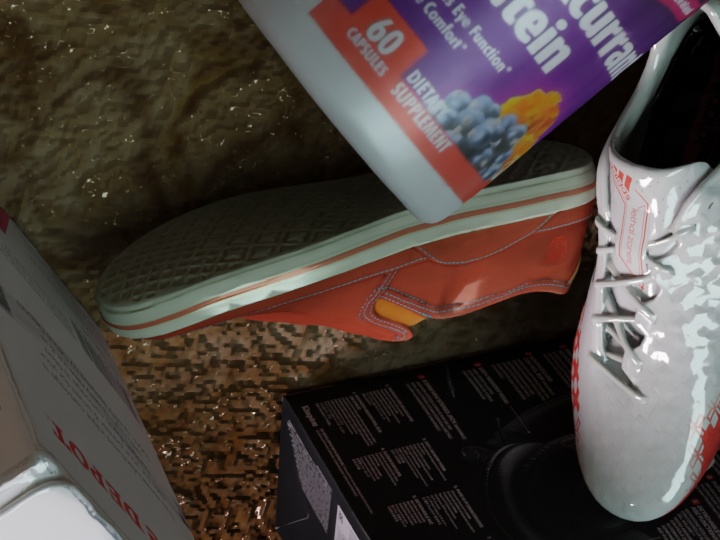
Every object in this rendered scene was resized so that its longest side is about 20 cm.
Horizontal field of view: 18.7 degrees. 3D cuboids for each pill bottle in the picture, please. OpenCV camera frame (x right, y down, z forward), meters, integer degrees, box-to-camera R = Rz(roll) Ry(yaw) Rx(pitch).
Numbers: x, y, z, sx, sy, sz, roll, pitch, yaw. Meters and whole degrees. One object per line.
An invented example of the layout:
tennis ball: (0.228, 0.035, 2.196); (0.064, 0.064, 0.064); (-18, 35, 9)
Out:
pill bottle: (0.064, -0.119, 0.721); (0.200, 0.112, 0.111); (-40, 133, 4)

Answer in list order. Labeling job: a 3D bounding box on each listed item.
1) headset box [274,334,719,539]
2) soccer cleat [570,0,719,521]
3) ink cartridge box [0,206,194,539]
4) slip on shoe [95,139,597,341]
headset box: (0.084, 0.101, 0.873); (0.199, 0.149, 0.078); (-10, 128, -22)
soccer cleat: (0.112, -0.008, 0.810); (0.085, 0.068, 0.201); (20, 84, -62)
ink cartridge box: (-0.121, 0.059, 0.697); (0.085, 0.200, 0.146); (-34, 133, 0)
slip on shoe: (0.000, 0.000, 0.801); (0.199, 0.074, 0.062); (-13, 113, -25)
